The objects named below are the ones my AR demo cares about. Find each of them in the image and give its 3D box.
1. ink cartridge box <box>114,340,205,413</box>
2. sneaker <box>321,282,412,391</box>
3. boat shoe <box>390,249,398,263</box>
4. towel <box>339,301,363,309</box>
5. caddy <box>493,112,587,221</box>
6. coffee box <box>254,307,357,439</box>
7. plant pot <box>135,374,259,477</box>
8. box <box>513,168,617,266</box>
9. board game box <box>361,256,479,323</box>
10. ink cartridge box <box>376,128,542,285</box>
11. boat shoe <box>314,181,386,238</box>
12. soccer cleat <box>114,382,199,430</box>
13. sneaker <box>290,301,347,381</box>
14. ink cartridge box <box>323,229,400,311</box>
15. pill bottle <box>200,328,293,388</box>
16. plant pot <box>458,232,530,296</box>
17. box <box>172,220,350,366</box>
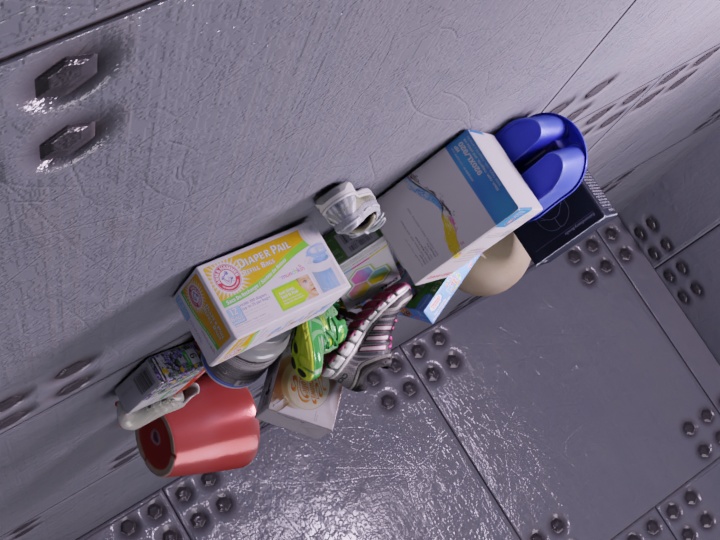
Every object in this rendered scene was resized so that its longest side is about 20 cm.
[{"bbox_3d":[-0.296,0.163,1.756,0.109,0.051,0.199,-40,168,36],"label":"ink cartridge box"},{"bbox_3d":[0.025,0.110,1.677,0.200,0.087,0.074,-51,-167,-16],"label":"sneaker"},{"bbox_3d":[-0.003,-0.012,1.812,0.200,0.070,0.066,-41,-165,2],"label":"boat shoe"},{"bbox_3d":[-0.026,0.055,1.924,0.199,0.018,0.086,-7,-164,41],"label":"towel"},{"bbox_3d":[0.266,-0.162,1.696,0.200,0.142,0.105,-39,164,34],"label":"caddy"},{"bbox_3d":[-0.084,0.154,1.716,0.080,0.114,0.201,138,-30,-61],"label":"coffee box"},{"bbox_3d":[-0.318,0.301,2.023,0.176,0.202,0.200,-10,158,-41],"label":"plant pot"},{"bbox_3d":[0.317,-0.133,1.822,0.148,0.201,0.107,-36,170,24],"label":"box"},{"bbox_3d":[0.088,0.005,1.787,0.199,0.037,0.152,11,-121,51],"label":"board game box"},{"bbox_3d":[0.143,-0.094,1.613,0.200,0.145,0.147,-36,170,21],"label":"ink cartridge box"},{"bbox_3d":[-0.008,-0.073,1.467,0.074,0.065,0.202,-33,171,5],"label":"boat shoe"},{"bbox_3d":[-0.344,0.217,1.798,0.077,0.070,0.200,-10,-175,19],"label":"soccer cleat"},{"bbox_3d":[-0.060,0.092,1.614,0.201,0.083,0.074,-88,-167,-57],"label":"sneaker"},{"bbox_3d":[0.000,0.000,1.690,0.103,0.059,0.200,-32,150,-5],"label":"ink cartridge box"},{"bbox_3d":[-0.174,0.102,1.659,0.113,0.114,0.200,-27,169,-31],"label":"pill bottle"},{"bbox_3d":[0.196,-0.066,1.922,0.187,0.188,0.200,-35,155,14],"label":"plant pot"},{"bbox_3d":[-0.133,0.029,1.428,0.199,0.113,0.101,-25,170,-36],"label":"box"}]
